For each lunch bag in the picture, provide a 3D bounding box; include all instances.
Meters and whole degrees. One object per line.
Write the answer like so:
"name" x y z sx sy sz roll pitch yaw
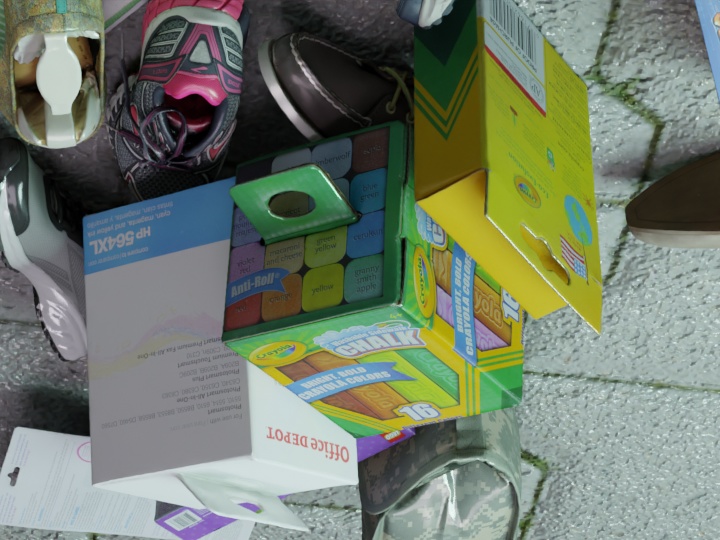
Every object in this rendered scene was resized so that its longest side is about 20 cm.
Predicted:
"lunch bag" 0.054 0.120 1.505 0.117 0.165 0.201 1 138 -2

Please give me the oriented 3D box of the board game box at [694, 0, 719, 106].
"board game box" 0.216 -0.133 1.246 0.034 0.136 0.200 -10 138 13

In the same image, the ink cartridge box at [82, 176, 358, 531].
"ink cartridge box" -0.088 0.063 1.383 0.125 0.201 0.128 -12 162 29

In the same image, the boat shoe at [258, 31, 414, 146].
"boat shoe" 0.020 -0.092 1.342 0.059 0.072 0.200 -27 136 31

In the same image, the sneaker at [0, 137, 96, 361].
"sneaker" -0.190 -0.021 1.433 0.079 0.074 0.200 -16 142 5

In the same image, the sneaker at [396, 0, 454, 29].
"sneaker" 0.031 -0.225 1.206 0.086 0.078 0.201 13 131 4

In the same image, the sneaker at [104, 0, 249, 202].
"sneaker" -0.115 -0.089 1.335 0.080 0.075 0.200 5 149 -7

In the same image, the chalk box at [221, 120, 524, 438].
"chalk box" 0.000 0.000 1.307 0.124 0.125 0.200 -13 149 29

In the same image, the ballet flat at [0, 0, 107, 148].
"ballet flat" -0.178 -0.110 1.285 0.070 0.071 0.200 5 152 -4

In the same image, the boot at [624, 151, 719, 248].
"boot" 0.284 -0.015 1.425 0.199 0.071 0.146 -13 139 15

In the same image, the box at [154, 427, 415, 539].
"box" -0.052 0.086 1.491 0.199 0.137 0.039 -27 133 28

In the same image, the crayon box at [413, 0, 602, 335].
"crayon box" 0.085 -0.064 1.275 0.051 0.201 0.127 -25 132 26

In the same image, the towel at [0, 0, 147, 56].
"towel" -0.206 -0.174 1.244 0.152 0.024 0.199 -32 150 33

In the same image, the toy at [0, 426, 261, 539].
"toy" -0.167 0.149 1.631 0.199 0.047 0.115 10 134 -15
